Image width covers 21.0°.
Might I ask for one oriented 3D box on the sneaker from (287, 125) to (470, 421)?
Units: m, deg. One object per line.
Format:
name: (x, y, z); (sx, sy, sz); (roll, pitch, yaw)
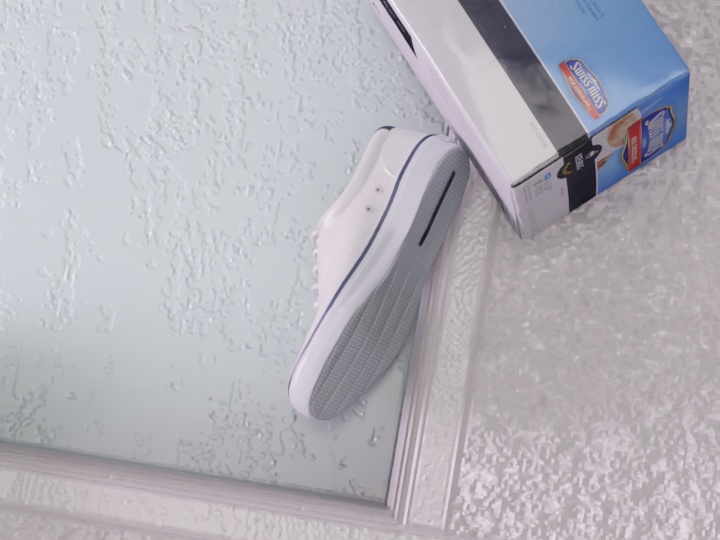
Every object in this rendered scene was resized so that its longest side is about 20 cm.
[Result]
sneaker: (0.000, 0.000, 1.250); (0.070, 0.073, 0.201); (21, 77, 35)

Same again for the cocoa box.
cocoa box: (0.102, -0.148, 1.228); (0.131, 0.133, 0.201); (-32, 74, -1)
